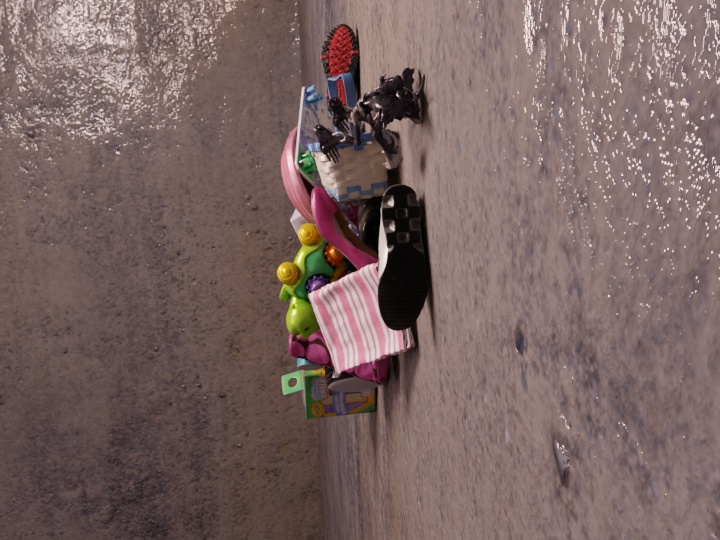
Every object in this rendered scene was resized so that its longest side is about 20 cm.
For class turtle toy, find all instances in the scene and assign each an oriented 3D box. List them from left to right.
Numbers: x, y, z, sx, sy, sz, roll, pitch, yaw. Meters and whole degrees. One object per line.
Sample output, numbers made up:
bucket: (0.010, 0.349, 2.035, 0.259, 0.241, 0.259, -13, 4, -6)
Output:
turtle toy: (-0.080, 0.019, 1.547, 0.202, 0.100, 0.146, -62, -15, -6)

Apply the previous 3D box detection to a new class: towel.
towel: (-0.004, 0.080, 1.415, 0.199, 0.030, 0.149, -24, 85, 46)

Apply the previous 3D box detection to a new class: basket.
basket: (-0.020, -0.222, 1.454, 0.176, 0.137, 0.204, -129, 25, -76)

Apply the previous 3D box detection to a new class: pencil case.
pencil case: (-0.040, 0.138, 1.590, 0.094, 0.197, 0.092, 45, -120, -70)

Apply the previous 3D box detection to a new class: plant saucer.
plant saucer: (-0.082, -0.164, 1.597, 0.200, 0.050, 0.203, 40, -140, -44)

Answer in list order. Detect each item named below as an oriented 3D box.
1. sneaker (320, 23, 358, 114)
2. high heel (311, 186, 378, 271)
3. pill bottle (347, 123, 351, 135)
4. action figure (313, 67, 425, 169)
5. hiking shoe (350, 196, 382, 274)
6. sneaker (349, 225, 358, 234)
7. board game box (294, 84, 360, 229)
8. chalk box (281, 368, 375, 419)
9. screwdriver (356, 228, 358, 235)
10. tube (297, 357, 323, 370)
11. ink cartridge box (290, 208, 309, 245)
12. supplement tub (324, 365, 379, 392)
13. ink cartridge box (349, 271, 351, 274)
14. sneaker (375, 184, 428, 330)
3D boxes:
sneaker: (-0.045, -0.408, 1.826, 0.096, 0.078, 0.204, -96, 8, -76)
high heel: (-0.008, -0.056, 1.429, 0.067, 0.095, 0.203, -16, -97, -61)
pill bottle: (-0.042, -0.202, 1.771, 0.113, 0.111, 0.204, 123, 142, -78)
action figure: (0.031, -0.214, 1.236, 0.198, 0.102, 0.120, -8, 51, 46)
hiking shoe: (0.021, -0.024, 1.503, 0.101, 0.074, 0.204, -105, 14, -72)
sneaker: (-0.031, -0.049, 1.740, 0.202, 0.087, 0.076, 82, -152, -43)
board game box: (-0.047, -0.210, 1.611, 0.200, 0.026, 0.203, 44, -143, -42)
chalk box: (-0.071, 0.228, 1.882, 0.125, 0.196, 0.126, -105, 13, -55)
screwdriver: (-0.008, -0.042, 1.632, 0.028, 0.029, 0.203, 135, 154, -65)
tube: (-0.097, 0.090, 1.701, 0.077, 0.050, 0.204, -34, 52, 55)
ink cartridge box: (-0.083, -0.063, 1.825, 0.162, 0.047, 0.200, 63, -171, -12)
supplement tub: (-0.017, 0.126, 1.706, 0.123, 0.120, 0.204, 105, 161, -68)
ink cartridge box: (0.000, 0.000, 1.614, 0.202, 0.039, 0.099, -62, 6, -3)
sneaker: (0.059, -0.014, 1.256, 0.089, 0.073, 0.204, 103, 170, -82)
